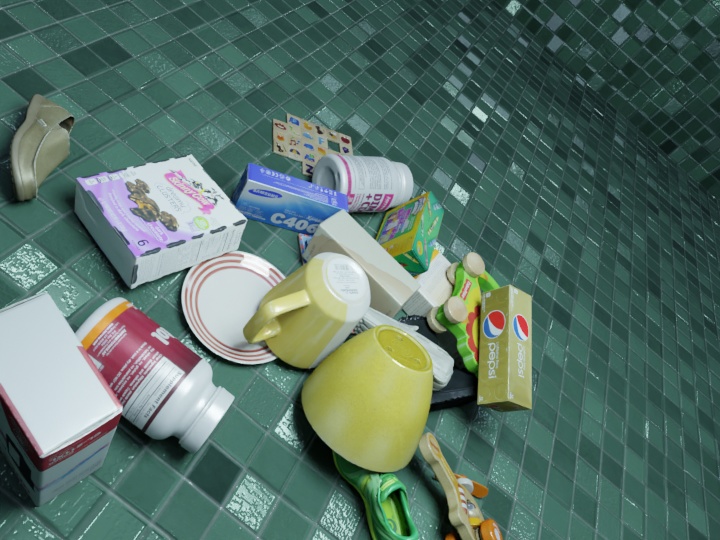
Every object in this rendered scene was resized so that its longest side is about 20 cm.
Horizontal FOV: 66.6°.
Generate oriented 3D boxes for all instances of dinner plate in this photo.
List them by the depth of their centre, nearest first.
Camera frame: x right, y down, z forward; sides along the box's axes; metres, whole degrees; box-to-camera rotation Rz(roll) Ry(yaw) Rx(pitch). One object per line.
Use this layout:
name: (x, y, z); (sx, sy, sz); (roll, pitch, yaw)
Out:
dinner plate: (-0.188, 0.058, 0.876); (0.197, 0.024, 0.203); (19, 49, -22)

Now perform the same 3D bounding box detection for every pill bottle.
pill bottle: (-0.264, 0.137, 0.696); (0.199, 0.113, 0.114); (39, 44, -5)
pill bottle: (0.008, -0.178, 1.134); (0.197, 0.114, 0.115); (-6, 61, -38)

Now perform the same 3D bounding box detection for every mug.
mug: (-0.067, 0.062, 0.835); (0.149, 0.153, 0.188); (40, 43, -9)

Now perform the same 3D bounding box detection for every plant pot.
plant pot: (0.031, 0.169, 0.814); (0.197, 0.143, 0.201); (27, 22, -12)

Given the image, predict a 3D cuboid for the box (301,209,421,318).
box: (0.000, 0.000, 0.973); (0.200, 0.095, 0.078); (43, 43, 9)

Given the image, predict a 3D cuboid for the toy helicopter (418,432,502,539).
toy helicopter: (0.149, 0.341, 0.858); (0.202, 0.078, 0.132); (61, 19, -2)

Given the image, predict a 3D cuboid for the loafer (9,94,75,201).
loafer: (-0.473, -0.186, 0.818); (0.066, 0.076, 0.203); (7, 54, -23)

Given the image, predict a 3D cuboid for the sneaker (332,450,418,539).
sneaker: (0.028, 0.307, 0.798); (0.073, 0.084, 0.202); (-14, 66, -41)

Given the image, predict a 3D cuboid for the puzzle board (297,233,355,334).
puzzle board: (-0.035, 0.024, 1.018); (0.148, 0.017, 0.203); (8, 54, -31)

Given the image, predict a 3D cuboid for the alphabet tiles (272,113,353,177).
alphabet tiles: (-0.100, -0.264, 1.199); (0.197, 0.008, 0.170); (14, 51, -27)

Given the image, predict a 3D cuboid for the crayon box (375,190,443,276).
crayon box: (0.090, -0.063, 1.089); (0.058, 0.117, 0.202); (50, 38, -24)

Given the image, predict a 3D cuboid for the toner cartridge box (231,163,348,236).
toner cartridge box: (-0.128, -0.122, 1.006); (0.197, 0.095, 0.044); (14, 50, -26)

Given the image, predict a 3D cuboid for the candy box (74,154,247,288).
candy box: (-0.305, -0.085, 0.850); (0.168, 0.072, 0.199); (46, 43, 16)

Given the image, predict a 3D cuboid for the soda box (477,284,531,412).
soda box: (0.249, 0.134, 0.941); (0.063, 0.067, 0.204); (23, 62, -31)

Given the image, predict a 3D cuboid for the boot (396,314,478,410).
boot: (0.138, 0.165, 0.997); (0.195, 0.074, 0.165); (-1, 59, -31)

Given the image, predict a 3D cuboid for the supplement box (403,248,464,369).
supplement box: (0.173, 0.074, 1.086); (0.200, 0.074, 0.126); (46, 46, 2)

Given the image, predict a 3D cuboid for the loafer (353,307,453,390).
loafer: (0.068, 0.119, 0.915); (0.199, 0.070, 0.070); (38, 48, -1)

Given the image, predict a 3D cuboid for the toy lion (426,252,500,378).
toy lion: (0.225, 0.096, 1.019); (0.191, 0.068, 0.201); (41, 48, -11)

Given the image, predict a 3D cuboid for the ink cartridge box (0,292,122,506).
ink cartridge box: (-0.335, 0.144, 0.577); (0.146, 0.200, 0.082); (50, 47, 9)
